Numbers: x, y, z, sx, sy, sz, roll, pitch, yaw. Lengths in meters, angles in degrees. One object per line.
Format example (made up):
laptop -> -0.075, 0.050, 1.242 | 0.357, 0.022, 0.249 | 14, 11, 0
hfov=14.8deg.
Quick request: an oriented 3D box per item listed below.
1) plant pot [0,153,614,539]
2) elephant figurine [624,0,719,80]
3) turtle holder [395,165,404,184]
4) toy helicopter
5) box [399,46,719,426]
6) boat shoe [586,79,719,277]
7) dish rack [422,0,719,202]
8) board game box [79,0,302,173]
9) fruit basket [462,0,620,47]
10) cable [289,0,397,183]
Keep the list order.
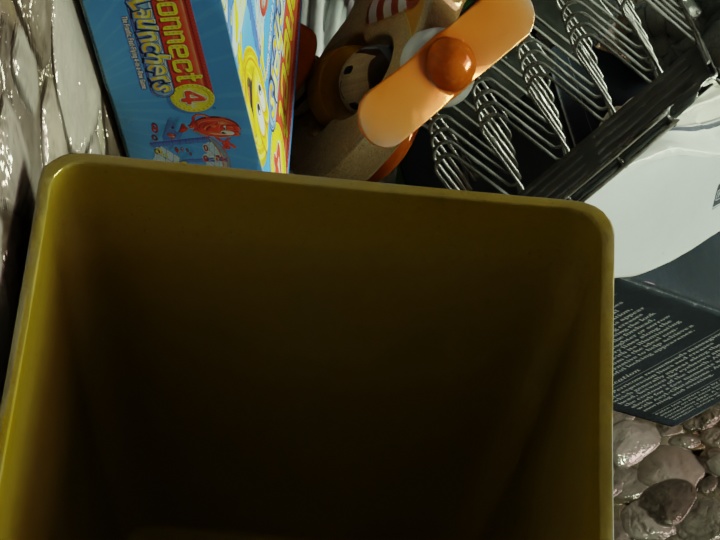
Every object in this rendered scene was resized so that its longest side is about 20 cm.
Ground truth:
plant pot -> -0.024, 0.100, 0.959 | 0.177, 0.199, 0.201 | 98, -3, -49
elephant figurine -> 0.192, -0.198, 1.427 | 0.141, 0.155, 0.201 | -5, 82, -44
turtle holder -> 0.046, -0.041, 1.567 | 0.141, 0.131, 0.186 | -48, -139, 47
toy helicopter -> 0.033, -0.120, 1.224 | 0.200, 0.079, 0.132 | -56, -158, 6
box -> 0.129, -0.019, 1.439 | 0.200, 0.107, 0.149 | 18, 49, -48
boat shoe -> 0.144, -0.055, 1.325 | 0.200, 0.066, 0.072 | -24, 137, -41
dish rack -> 0.088, -0.085, 1.262 | 0.055, 0.153, 0.200 | 44, 15, -19
board game box -> -0.066, -0.144, 1.141 | 0.196, 0.056, 0.201 | 78, 13, -53
fruit basket -> 0.060, -0.187, 1.457 | 0.201, 0.093, 0.185 | 64, -33, 20
cable -> -0.025, -0.063, 1.398 | 0.200, 0.069, 0.201 | 48, 42, -78
